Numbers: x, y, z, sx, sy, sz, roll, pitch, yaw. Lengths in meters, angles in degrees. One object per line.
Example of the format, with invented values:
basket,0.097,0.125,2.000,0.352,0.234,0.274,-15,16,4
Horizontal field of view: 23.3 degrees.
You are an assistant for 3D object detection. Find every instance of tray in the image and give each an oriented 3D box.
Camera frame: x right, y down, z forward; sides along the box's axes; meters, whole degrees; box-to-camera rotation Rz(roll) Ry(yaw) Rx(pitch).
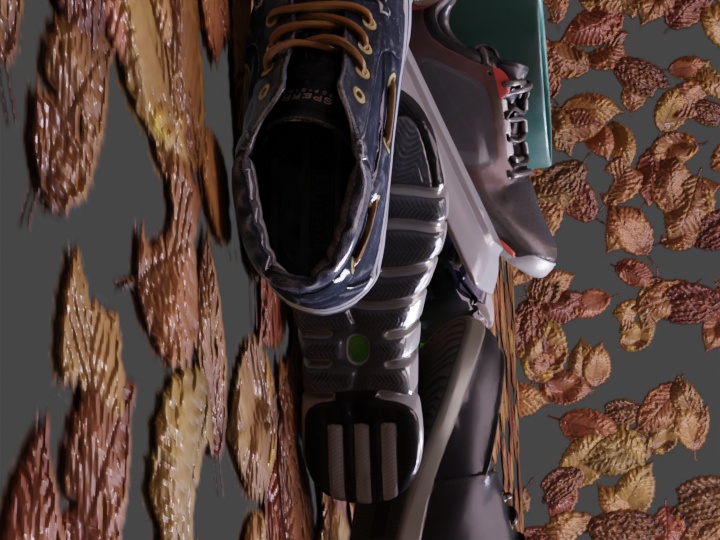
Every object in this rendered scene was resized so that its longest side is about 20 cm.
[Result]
tray,0.037,-0.082,1.004,0.201,0.022,0.107,65,8,7

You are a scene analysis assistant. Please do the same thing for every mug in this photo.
mug,0.072,-0.150,1.220,0.185,0.114,0.153,-79,163,-64

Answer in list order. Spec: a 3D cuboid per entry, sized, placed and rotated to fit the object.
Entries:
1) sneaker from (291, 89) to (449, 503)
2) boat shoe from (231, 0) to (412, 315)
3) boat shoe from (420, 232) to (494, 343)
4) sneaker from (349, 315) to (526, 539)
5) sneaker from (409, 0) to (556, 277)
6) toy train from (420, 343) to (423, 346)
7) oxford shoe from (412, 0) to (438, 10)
sneaker,0.000,0.000,0.836,0.116,0.075,0.201,-85,180,-70
boat shoe,-0.014,-0.085,0.714,0.091,0.070,0.202,53,37,-83
boat shoe,0.040,-0.032,1.116,0.200,0.074,0.093,-101,167,-65
sneaker,0.056,0.130,0.872,0.075,0.106,0.201,-19,-128,64
sneaker,0.077,-0.092,1.087,0.201,0.082,0.077,58,11,5
toy train,0.009,-0.006,0.981,0.056,0.041,0.201,-101,-176,-64
oxford shoe,0.003,-0.216,1.005,0.075,0.070,0.200,52,3,21
